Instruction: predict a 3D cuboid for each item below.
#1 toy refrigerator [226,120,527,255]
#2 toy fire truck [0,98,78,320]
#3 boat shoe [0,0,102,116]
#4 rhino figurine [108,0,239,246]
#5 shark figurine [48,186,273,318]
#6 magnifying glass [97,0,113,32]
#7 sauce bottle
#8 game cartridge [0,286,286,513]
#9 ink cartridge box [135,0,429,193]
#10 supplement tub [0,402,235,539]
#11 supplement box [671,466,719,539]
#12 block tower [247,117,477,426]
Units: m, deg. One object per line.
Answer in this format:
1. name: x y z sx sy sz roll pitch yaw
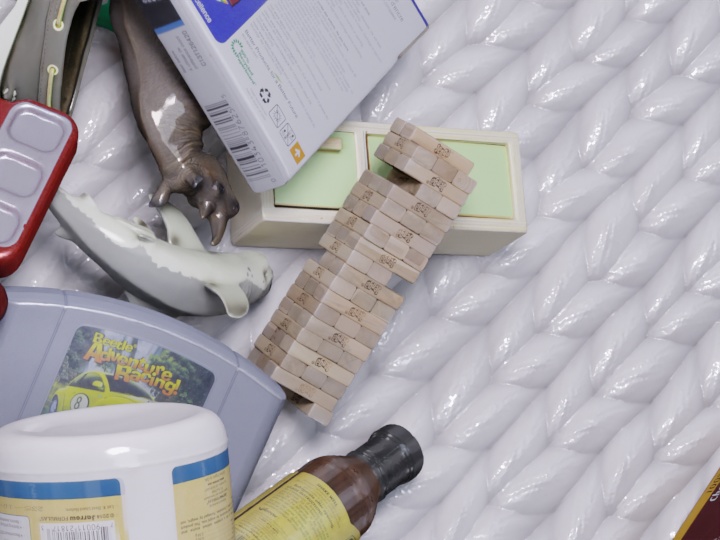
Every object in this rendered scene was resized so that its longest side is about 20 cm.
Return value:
1. toy refrigerator: 0.013 -0.058 1.511 0.199 0.070 0.076 3 74 -23
2. toy fire truck: -0.278 -0.040 1.322 0.167 0.112 0.201 20 58 0
3. boat shoe: -0.184 -0.189 1.405 0.060 0.202 0.072 26 23 2
4. rhino figurine: -0.118 -0.110 1.434 0.087 0.060 0.201 10 65 -59
5. shark figurine: -0.154 0.000 1.412 0.214 0.090 0.128 27 23 -22
6. magnifying glass: -0.175 -0.184 1.494 0.200 0.022 0.080 39 63 -7
7. sauce bottle: -0.034 0.162 1.416 0.200 0.065 0.065 -32 89 -39
8. game cartridge: -0.155 0.088 1.375 0.199 0.041 0.134 20 99 -17
9. ink cartridge box: -0.060 -0.187 1.435 0.198 0.047 0.200 58 41 -18
10. supplement tub: -0.142 0.186 1.280 0.144 0.145 0.201 -7 95 -25
11. supplement box: 0.317 0.201 1.495 0.133 0.200 0.197 43 63 -7
12. block tower: 0.000 0.000 1.445 0.058 0.054 0.200 30 91 -26
